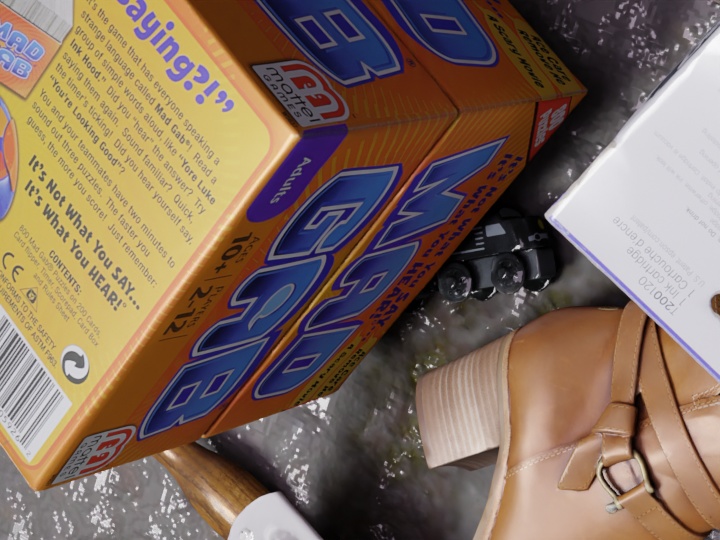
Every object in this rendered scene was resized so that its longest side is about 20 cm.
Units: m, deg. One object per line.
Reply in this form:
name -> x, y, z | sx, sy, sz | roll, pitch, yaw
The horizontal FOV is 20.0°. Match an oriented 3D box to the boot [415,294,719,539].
boot -> 0.118, 0.111, 0.866 | 0.155, 0.077, 0.201 | -19, 77, 29

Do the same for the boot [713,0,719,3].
boot -> 0.161, -0.177, 0.797 | 0.199, 0.070, 0.147 | 25, 97, 21

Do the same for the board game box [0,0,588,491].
board game box -> -0.074, -0.067, 0.839 | 0.200, 0.199, 0.200 | 51, 124, 18

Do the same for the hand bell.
hand bell -> -0.103, 0.076, 1.008 | 0.200, 0.104, 0.104 | 39, 114, 11

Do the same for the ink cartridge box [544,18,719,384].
ink cartridge box -> 0.202, -0.023, 0.768 | 0.198, 0.043, 0.200 | 44, 126, 3

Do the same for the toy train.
toy train -> 0.000, 0.000, 0.949 | 0.199, 0.034, 0.046 | -10, 86, 34

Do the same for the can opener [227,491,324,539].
can opener -> 0.009, 0.175, 0.904 | 0.200, 0.066, 0.053 | 46, 114, 32
